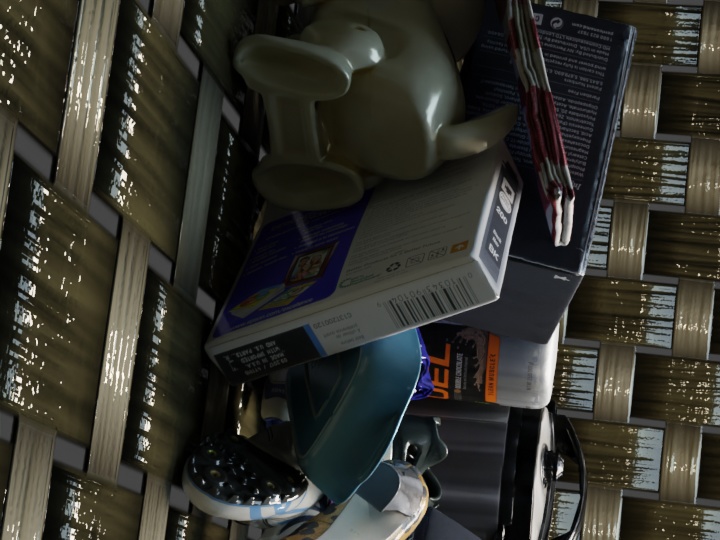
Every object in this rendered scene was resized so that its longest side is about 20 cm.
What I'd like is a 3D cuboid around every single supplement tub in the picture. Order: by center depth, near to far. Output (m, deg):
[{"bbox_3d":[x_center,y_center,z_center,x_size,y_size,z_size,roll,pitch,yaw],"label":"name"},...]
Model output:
[{"bbox_3d":[0.064,0.044,1.686,0.123,0.199,0.123,6,90,-83],"label":"supplement tub"}]

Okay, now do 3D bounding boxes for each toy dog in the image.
[{"bbox_3d":[0.021,-0.157,1.390,0.201,0.193,0.140,-66,148,-44],"label":"toy dog"}]

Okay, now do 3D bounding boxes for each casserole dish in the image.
[{"bbox_3d":[-0.010,0.071,1.360,0.122,0.039,0.200,-59,-165,16],"label":"casserole dish"}]

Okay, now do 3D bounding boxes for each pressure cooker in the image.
[{"bbox_3d":[0.094,0.188,1.748,0.179,0.199,0.177,-38,131,-78],"label":"pressure cooker"}]

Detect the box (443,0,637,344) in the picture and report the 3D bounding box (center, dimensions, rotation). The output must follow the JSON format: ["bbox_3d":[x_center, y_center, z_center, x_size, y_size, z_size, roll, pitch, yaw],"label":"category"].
[{"bbox_3d":[0.118,-0.072,1.545,0.200,0.123,0.198,99,3,-73],"label":"box"}]

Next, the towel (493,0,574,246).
[{"bbox_3d":[0.112,-0.126,1.378,0.144,0.023,0.201,64,13,-78],"label":"towel"}]

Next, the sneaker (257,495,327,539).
[{"bbox_3d":[-0.033,0.212,1.548,0.200,0.084,0.075,-68,160,-62],"label":"sneaker"}]

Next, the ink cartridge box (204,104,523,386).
[{"bbox_3d":[0.009,-0.018,1.360,0.044,0.197,0.200,59,25,-25],"label":"ink cartridge box"}]

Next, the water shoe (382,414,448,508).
[{"bbox_3d":[0.024,0.187,1.599,0.201,0.078,0.072,100,-16,-49],"label":"water shoe"}]

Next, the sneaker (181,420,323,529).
[{"bbox_3d":[-0.071,0.145,1.356,0.073,0.072,0.200,-53,166,10],"label":"sneaker"}]

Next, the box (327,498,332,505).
[{"bbox_3d":[-0.026,0.199,1.742,0.200,0.036,0.144,65,31,-74],"label":"box"}]

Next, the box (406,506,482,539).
[{"bbox_3d":[0.018,0.298,1.543,0.200,0.104,0.148,-40,-158,35],"label":"box"}]

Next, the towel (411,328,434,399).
[{"bbox_3d":[0.000,0.000,1.557,0.148,0.049,0.201,78,-8,-75],"label":"towel"}]

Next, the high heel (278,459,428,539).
[{"bbox_3d":[-0.031,0.210,1.401,0.200,0.071,0.143,-46,168,1],"label":"high heel"}]

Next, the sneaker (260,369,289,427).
[{"bbox_3d":[-0.041,0.098,1.544,0.089,0.075,0.200,-66,164,-12],"label":"sneaker"}]
